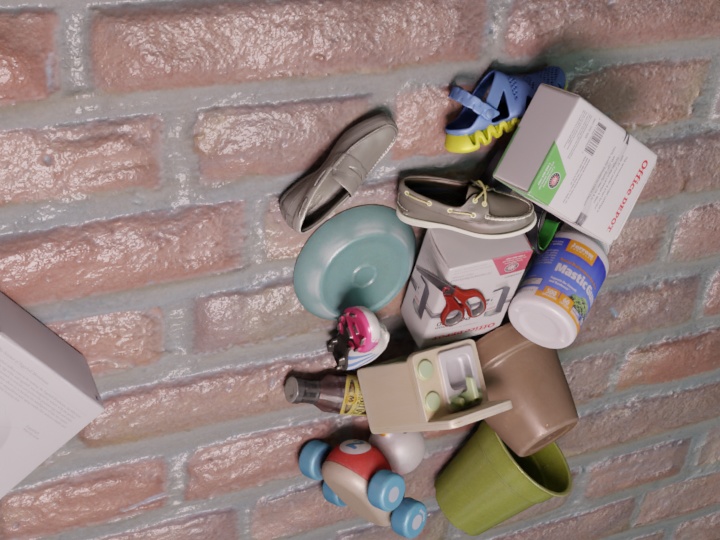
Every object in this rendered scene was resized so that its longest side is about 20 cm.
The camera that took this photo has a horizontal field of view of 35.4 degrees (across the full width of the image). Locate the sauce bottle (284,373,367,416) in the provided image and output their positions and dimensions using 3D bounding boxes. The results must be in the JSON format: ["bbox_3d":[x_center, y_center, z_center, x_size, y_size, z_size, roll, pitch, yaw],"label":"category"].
[{"bbox_3d":[-0.025,0.194,1.758,0.198,0.066,0.066,6,120,-35],"label":"sauce bottle"}]

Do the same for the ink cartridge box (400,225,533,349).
[{"bbox_3d":[0.154,0.016,1.681,0.144,0.085,0.201,-12,147,-21],"label":"ink cartridge box"}]

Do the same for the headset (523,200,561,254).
[{"bbox_3d":[0.298,-0.119,1.669,0.123,0.093,0.202,13,94,-67],"label":"headset"}]

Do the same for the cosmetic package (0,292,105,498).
[{"bbox_3d":[-0.472,0.157,1.434,0.199,0.123,0.200,-38,133,3],"label":"cosmetic package"}]

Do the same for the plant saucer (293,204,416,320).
[{"bbox_3d":[0.000,0.000,1.648,0.198,0.036,0.202,-16,130,-20],"label":"plant saucer"}]

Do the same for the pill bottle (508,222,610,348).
[{"bbox_3d":[0.315,0.011,1.737,0.201,0.111,0.113,-57,141,-29],"label":"pill bottle"}]

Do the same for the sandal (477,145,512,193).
[{"bbox_3d":[0.175,-0.103,1.665,0.076,0.043,0.201,16,118,-46],"label":"sandal"}]

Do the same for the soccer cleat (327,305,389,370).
[{"bbox_3d":[0.009,0.091,1.658,0.086,0.070,0.200,-18,166,-19],"label":"soccer cleat"}]

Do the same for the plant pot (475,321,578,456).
[{"bbox_3d":[0.257,0.194,1.803,0.199,0.176,0.201,-27,160,-11],"label":"plant pot"}]

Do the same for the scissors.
[{"bbox_3d":[0.130,0.025,1.589,0.073,0.014,0.200,-24,146,4],"label":"scissors"}]

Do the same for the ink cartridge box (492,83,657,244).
[{"bbox_3d":[0.298,-0.143,1.555,0.199,0.084,0.147,26,93,-40],"label":"ink cartridge box"}]

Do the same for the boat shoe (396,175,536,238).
[{"bbox_3d":[0.148,-0.093,1.584,0.199,0.073,0.061,7,138,8],"label":"boat shoe"}]

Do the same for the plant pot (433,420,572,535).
[{"bbox_3d":[0.232,0.359,1.967,0.199,0.201,0.190,24,122,-40],"label":"plant pot"}]

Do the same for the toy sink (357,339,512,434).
[{"bbox_3d":[0.110,0.172,1.696,0.129,0.199,0.113,-13,89,-36],"label":"toy sink"}]

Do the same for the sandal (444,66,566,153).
[{"bbox_3d":[0.197,-0.238,1.558,0.199,0.079,0.088,-28,117,-15],"label":"sandal"}]

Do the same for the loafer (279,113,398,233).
[{"bbox_3d":[-0.022,-0.126,1.516,0.200,0.070,0.070,-44,133,7],"label":"loafer"}]

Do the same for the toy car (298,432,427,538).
[{"bbox_3d":[0.038,0.295,1.833,0.201,0.183,0.177,-56,137,-22],"label":"toy car"}]
